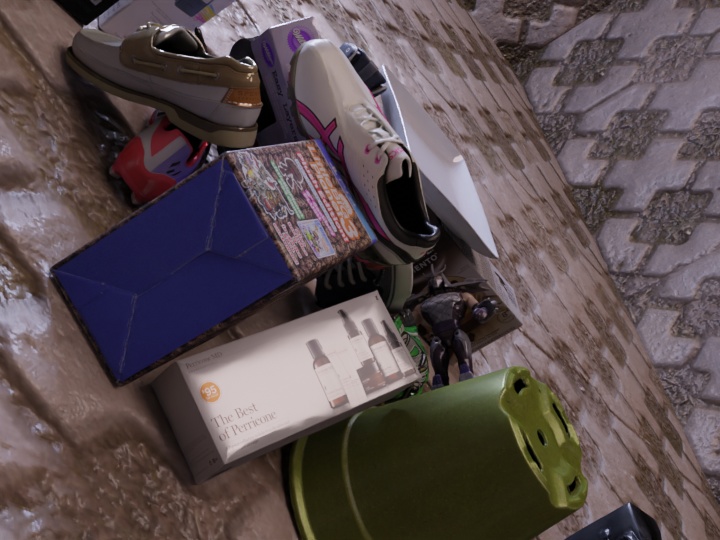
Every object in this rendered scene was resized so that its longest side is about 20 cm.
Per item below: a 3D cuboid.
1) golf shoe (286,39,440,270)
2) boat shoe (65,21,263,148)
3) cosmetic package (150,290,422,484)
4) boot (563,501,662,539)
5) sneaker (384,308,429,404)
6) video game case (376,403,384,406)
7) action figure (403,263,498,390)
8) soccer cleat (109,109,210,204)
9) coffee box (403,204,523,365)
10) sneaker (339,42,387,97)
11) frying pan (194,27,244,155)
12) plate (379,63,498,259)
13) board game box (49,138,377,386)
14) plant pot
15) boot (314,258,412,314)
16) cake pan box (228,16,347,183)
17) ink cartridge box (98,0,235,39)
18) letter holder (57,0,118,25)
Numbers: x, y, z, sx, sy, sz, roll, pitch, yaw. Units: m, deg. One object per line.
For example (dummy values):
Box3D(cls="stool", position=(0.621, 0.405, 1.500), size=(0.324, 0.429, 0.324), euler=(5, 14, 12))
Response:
Box3D(cls="golf shoe", position=(0.009, -0.101, 0.908), size=(0.072, 0.092, 0.201), euler=(-30, 100, -36))
Box3D(cls="boat shoe", position=(-0.158, -0.168, 0.905), size=(0.199, 0.069, 0.075), euler=(27, 24, 25))
Box3D(cls="cosmetic package", position=(-0.050, 0.082, 0.834), size=(0.200, 0.051, 0.083), euler=(-19, 75, -41))
Box3D(cls="boot", position=(0.203, 0.329, 1.015), size=(0.066, 0.200, 0.165), euler=(35, 30, -51))
Box3D(cls="sneaker", position=(0.029, 0.090, 1.046), size=(0.085, 0.078, 0.200), euler=(61, 17, 5))
Box3D(cls="video game case", position=(0.018, 0.133, 1.119), size=(0.181, 0.025, 0.200), euler=(57, 18, -7))
Box3D(cls="action figure", position=(0.103, 0.082, 1.272), size=(0.069, 0.130, 0.201), euler=(30, 45, -55))
Box3D(cls="soccer cleat", position=(-0.155, -0.116, 0.967), size=(0.067, 0.076, 0.200), euler=(54, 19, -14))
Box3D(cls="coffee box", position=(0.101, 0.012, 1.382), size=(0.200, 0.113, 0.080), euler=(46, 22, -32))
Box3D(cls="sneaker", position=(-0.044, -0.184, 1.258), size=(0.077, 0.146, 0.203), euler=(52, 21, -25))
Box3D(cls="frying pan", position=(-0.129, -0.145, 1.026), size=(0.115, 0.031, 0.191), euler=(-119, -160, -62))
Box3D(cls="plate", position=(0.086, -0.126, 1.328), size=(0.200, 0.032, 0.200), euler=(43, 24, -40))
Box3D(cls="board game box", position=(-0.099, -0.013, 0.822), size=(0.097, 0.159, 0.200), euler=(60, 19, 0))
Box3D(cls="plant pot", position=(0.076, 0.172, 0.907), size=(0.200, 0.190, 0.201), euler=(40, 33, -34))
Box3D(cls="boot", position=(0.000, 0.000, 1.057), size=(0.200, 0.090, 0.073), euler=(98, -9, -69))
Box3D(cls="cake pan box", position=(-0.065, -0.122, 1.030), size=(0.184, 0.052, 0.201), euler=(-7, -78, 65))
Box3D(cls="ink cartridge box", position=(-0.156, -0.300, 1.053), size=(0.067, 0.200, 0.117), euler=(41, 25, -43))
Box3D(cls="letter holder", position=(-0.277, -0.344, 0.970), size=(0.200, 0.100, 0.142), euler=(43, 22, -41))
